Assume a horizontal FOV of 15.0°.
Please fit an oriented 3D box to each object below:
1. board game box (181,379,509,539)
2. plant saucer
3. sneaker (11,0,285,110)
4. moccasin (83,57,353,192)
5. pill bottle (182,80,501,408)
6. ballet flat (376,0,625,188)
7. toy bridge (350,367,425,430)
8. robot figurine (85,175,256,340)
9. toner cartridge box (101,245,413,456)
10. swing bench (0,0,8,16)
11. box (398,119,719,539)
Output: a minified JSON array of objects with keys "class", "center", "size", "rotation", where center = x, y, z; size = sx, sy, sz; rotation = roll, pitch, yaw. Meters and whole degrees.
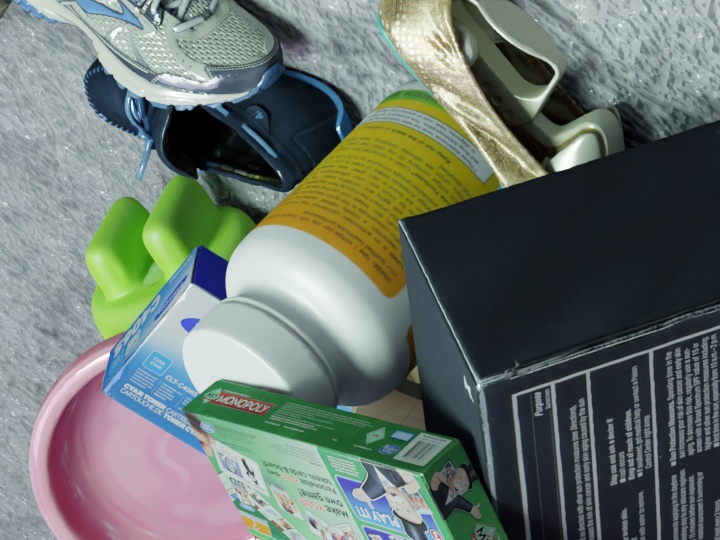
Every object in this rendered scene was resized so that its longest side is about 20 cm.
[{"class":"board game box","center":[0.004,0.127,1.331],"size":[0.200,0.029,0.135],"rotation":[11,134,53]},{"class":"plant saucer","center":[-0.094,0.109,1.617],"size":[0.200,0.051,0.201],"rotation":[1,122,2]},{"class":"sneaker","center":[-0.128,-0.160,1.518],"size":[0.200,0.077,0.085],"rotation":[29,143,23]},{"class":"moccasin","center":[-0.096,-0.091,1.568],"size":[0.200,0.068,0.081],"rotation":[11,136,44]},{"class":"pill bottle","center":[0.000,0.000,1.434],"size":[0.111,0.200,0.111],"rotation":[30,147,22]},{"class":"ballet flat","center":[0.089,-0.076,1.372],"size":[0.200,0.071,0.065],"rotation":[47,136,-12]},{"class":"toy bridge","center":[0.027,0.075,1.484],"size":[0.067,0.200,0.027],"rotation":[24,118,-31]},{"class":"robot figurine","center":[-0.087,0.043,1.675],"size":[0.175,0.116,0.200],"rotation":[-20,116,23]},{"class":"toner cartridge box","center":[-0.036,0.077,1.539],"size":[0.200,0.043,0.095],"rotation":[32,119,-16]},{"class":"swing bench","center":[-0.323,-0.192,1.640],"size":[0.199,0.130,0.200],"rotation":[45,-179,-4]},{"class":"box","center":[0.134,0.049,1.313],"size":[0.200,0.198,0.123],"rotation":[82,166,-46]}]
